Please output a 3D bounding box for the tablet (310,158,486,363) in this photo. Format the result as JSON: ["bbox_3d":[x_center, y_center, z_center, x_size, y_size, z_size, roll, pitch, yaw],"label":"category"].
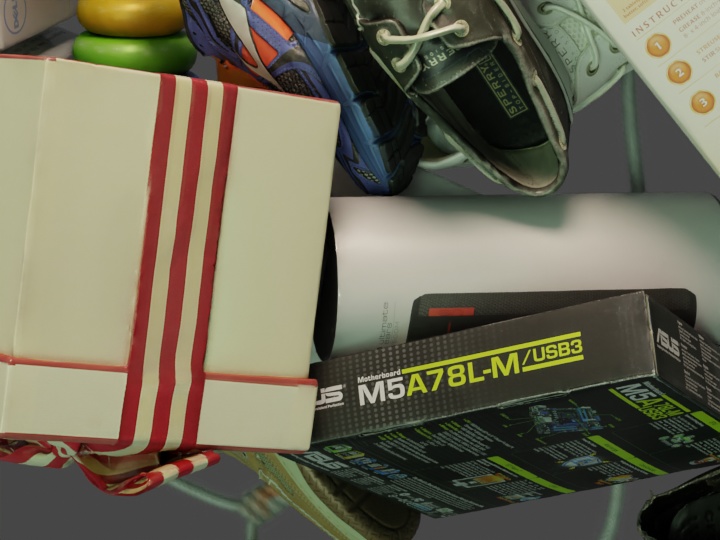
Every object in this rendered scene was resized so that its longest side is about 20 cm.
[{"bbox_3d":[0.000,0.000,1.273,0.199,0.014,0.131,23,118,-15],"label":"tablet"}]

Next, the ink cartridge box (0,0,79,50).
[{"bbox_3d":[-0.199,-0.177,1.216,0.048,0.200,0.147,2,109,19],"label":"ink cartridge box"}]

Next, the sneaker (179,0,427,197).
[{"bbox_3d":[-0.039,-0.119,1.206,0.078,0.075,0.201,-30,98,35],"label":"sneaker"}]

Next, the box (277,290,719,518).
[{"bbox_3d":[0.082,0.070,1.217,0.192,0.200,0.048,-16,70,22],"label":"box"}]

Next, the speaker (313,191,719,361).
[{"bbox_3d":[0.074,0.002,1.209,0.198,0.081,0.082,-1,111,-12],"label":"speaker"}]

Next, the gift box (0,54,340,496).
[{"bbox_3d":[-0.139,0.000,1.149,0.184,0.199,0.188,9,93,59],"label":"gift box"}]

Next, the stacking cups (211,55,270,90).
[{"bbox_3d":[-0.049,-0.133,1.267,0.060,0.061,0.201,3,114,17],"label":"stacking cups"}]

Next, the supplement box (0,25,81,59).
[{"bbox_3d":[-0.257,-0.097,1.317,0.199,0.103,0.102,19,112,9],"label":"supplement box"}]

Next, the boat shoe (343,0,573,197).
[{"bbox_3d":[0.038,-0.113,1.126,0.070,0.064,0.200,-29,125,22],"label":"boat shoe"}]

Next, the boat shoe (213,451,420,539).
[{"bbox_3d":[-0.050,0.077,1.336,0.200,0.072,0.076,52,130,4],"label":"boat shoe"}]

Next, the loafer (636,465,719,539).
[{"bbox_3d":[0.213,0.116,1.216,0.071,0.073,0.200,20,146,-34],"label":"loafer"}]

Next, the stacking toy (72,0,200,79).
[{"bbox_3d":[-0.113,-0.116,1.279,0.085,0.085,0.201,6,106,16],"label":"stacking toy"}]

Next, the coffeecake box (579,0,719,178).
[{"bbox_3d":[0.173,-0.155,1.132,0.153,0.073,0.200,-37,107,11],"label":"coffeecake box"}]

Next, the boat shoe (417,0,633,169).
[{"bbox_3d":[0.100,-0.111,1.213,0.071,0.069,0.200,47,116,-2],"label":"boat shoe"}]
